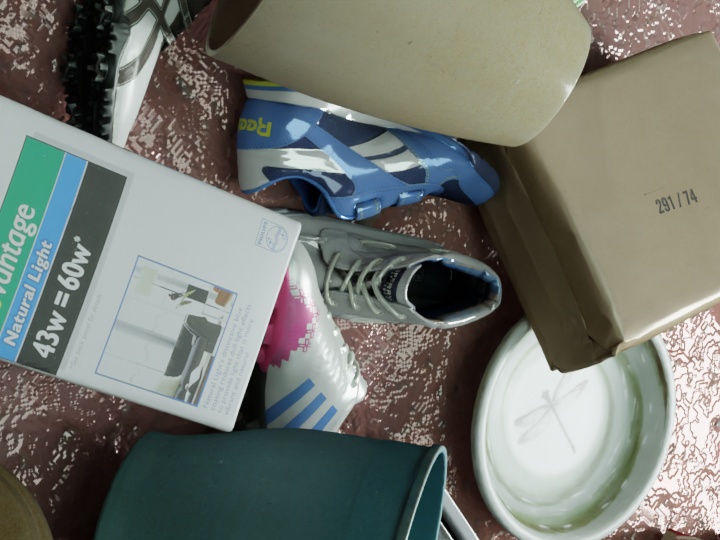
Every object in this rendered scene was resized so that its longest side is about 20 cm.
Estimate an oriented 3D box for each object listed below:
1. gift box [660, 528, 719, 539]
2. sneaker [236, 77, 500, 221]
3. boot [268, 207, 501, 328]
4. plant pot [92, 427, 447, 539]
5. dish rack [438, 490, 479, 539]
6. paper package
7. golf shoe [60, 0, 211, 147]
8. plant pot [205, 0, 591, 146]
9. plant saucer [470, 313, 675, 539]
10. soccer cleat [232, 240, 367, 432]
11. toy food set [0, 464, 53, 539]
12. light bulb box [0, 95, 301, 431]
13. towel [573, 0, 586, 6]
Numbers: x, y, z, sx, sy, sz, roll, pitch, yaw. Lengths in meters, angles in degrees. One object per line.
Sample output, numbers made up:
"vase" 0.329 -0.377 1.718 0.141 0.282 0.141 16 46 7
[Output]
"gift box" 0.320 0.316 1.219 0.200 0.184 0.187 32 82 -38
"sneaker" 0.002 -0.069 1.023 0.199 0.074 0.083 15 88 -25
"boot" 0.000 0.000 1.014 0.199 0.095 0.074 1 96 -33
"plant pot" -0.060 0.186 0.929 0.187 0.200 0.201 12 91 10
"dish rack" 0.014 0.240 1.091 0.172 0.043 0.200 -42 117 -20
"paper package" 0.197 -0.052 1.099 0.199 0.103 0.191 -23 86 -27
"golf shoe" -0.125 -0.161 0.921 0.094 0.078 0.201 8 94 -34
"plant pot" 0.037 -0.166 0.933 0.199 0.187 0.188 28 81 -18
"plant saucer" 0.155 0.111 1.159 0.199 0.050 0.201 -5 100 -32
"soccer cleat" -0.036 0.053 0.983 0.086 0.070 0.201 -7 132 -18
"toy food set" -0.264 0.181 0.828 0.200 0.198 0.049 -37 153 -29
"light bulb box" -0.178 -0.009 0.836 0.199 0.198 0.125 23 83 -34
"towel" 0.135 -0.252 1.038 0.200 0.031 0.150 -35 118 -21
